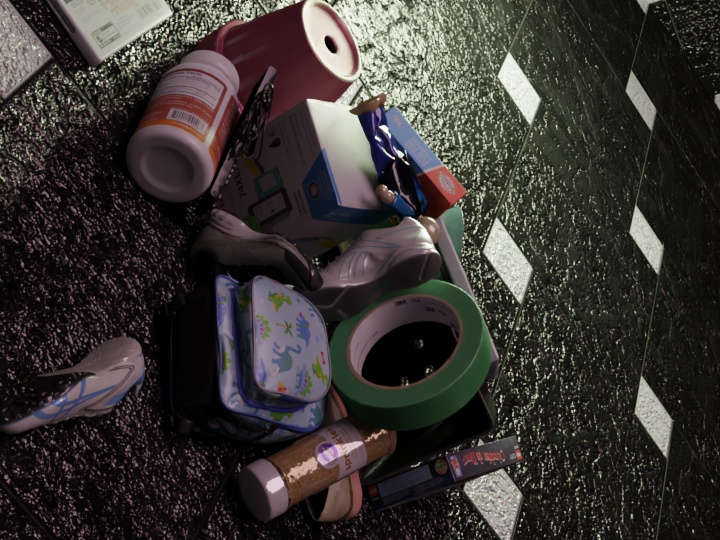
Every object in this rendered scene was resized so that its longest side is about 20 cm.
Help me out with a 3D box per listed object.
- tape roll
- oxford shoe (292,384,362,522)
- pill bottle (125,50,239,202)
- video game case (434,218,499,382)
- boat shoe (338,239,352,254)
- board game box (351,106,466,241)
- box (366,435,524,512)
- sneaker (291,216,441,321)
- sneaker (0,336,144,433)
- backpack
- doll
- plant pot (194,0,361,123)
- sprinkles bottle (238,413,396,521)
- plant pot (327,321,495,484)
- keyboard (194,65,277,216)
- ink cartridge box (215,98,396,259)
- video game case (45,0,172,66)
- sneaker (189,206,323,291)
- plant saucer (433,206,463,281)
[{"bbox_3d":[0.059,0.100,1.626,0.048,0.198,0.202,66,22,-43],"label":"tape roll"},{"bbox_3d":[-0.055,0.215,1.668,0.073,0.070,0.202,-3,70,-54],"label":"oxford shoe"},{"bbox_3d":[-0.216,-0.188,1.681,0.112,0.111,0.201,46,35,-25],"label":"pill bottle"},{"bbox_3d":[0.140,0.044,1.799,0.182,0.022,0.202,66,2,-77],"label":"video game case"},{"bbox_3d":[0.019,-0.006,1.942,0.072,0.064,0.202,-1,68,-56],"label":"boat shoe"},{"bbox_3d":[0.036,-0.109,1.837,0.153,0.200,0.040,49,49,2],"label":"board game box"},{"bbox_3d":[0.118,0.275,1.816,0.199,0.136,0.038,-2,68,-57],"label":"box"},{"bbox_3d":[0.000,0.000,1.658,0.071,0.198,0.081,65,5,-50],"label":"sneaker"},{"bbox_3d":[-0.294,0.131,1.380,0.199,0.071,0.074,-27,117,-52],"label":"sneaker"},{"bbox_3d":[-0.117,0.111,1.578,0.199,0.146,0.185,27,50,-50],"label":"backpack"},{"bbox_3d":[0.046,-0.120,1.696,0.202,0.048,0.136,66,22,-10],"label":"doll"},{"bbox_3d":[-0.104,-0.277,1.850,0.199,0.178,0.202,36,40,-37],"label":"plant pot"},{"bbox_3d":[-0.050,0.227,1.597,0.198,0.068,0.069,-24,87,-34],"label":"sprinkles bottle"},{"bbox_3d":[0.074,0.147,1.806,0.202,0.198,0.177,66,17,6],"label":"plant pot"},{"bbox_3d":[-0.144,-0.158,1.673,0.039,0.104,0.202,27,70,-13],"label":"keyboard"},{"bbox_3d":[-0.079,-0.107,1.741,0.145,0.199,0.149,1,67,-54],"label":"ink cartridge box"},{"bbox_3d":[-0.343,-0.373,1.715,0.183,0.023,0.200,56,33,-13],"label":"video game case"},{"bbox_3d":[-0.126,-0.008,1.630,0.080,0.199,0.074,-56,143,-18],"label":"sneaker"},{"bbox_3d":[0.110,0.000,1.997,0.035,0.201,0.202,11,49,-7],"label":"plant saucer"}]
